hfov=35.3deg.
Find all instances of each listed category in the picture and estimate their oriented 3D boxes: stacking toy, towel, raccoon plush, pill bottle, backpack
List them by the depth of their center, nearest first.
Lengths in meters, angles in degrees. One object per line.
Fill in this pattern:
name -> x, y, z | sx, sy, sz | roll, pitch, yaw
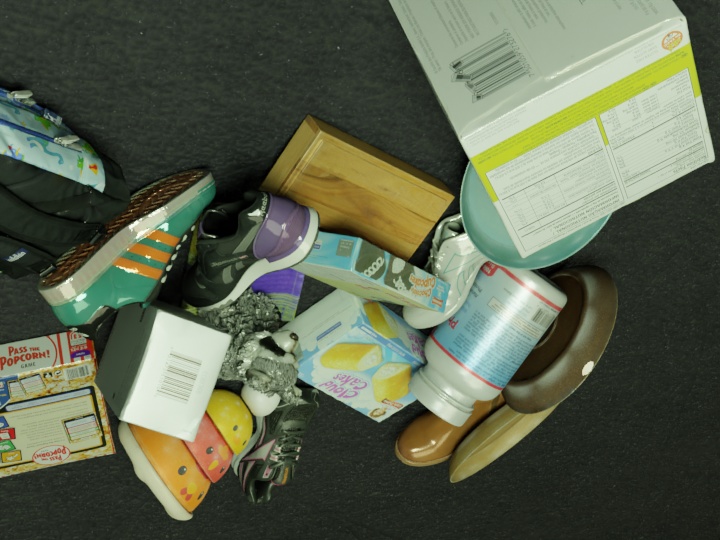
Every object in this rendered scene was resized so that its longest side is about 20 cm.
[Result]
backpack -> -0.323, -0.082, 0.959 | 0.162, 0.155, 0.199 | -29, 167, 23
towel -> -0.120, -0.004, 1.232 | 0.142, 0.023, 0.201 | -3, 139, -23
raccoon plush -> -0.135, 0.119, 1.247 | 0.096, 0.135, 0.201 | 8, 135, -34
pill bottle -> 0.145, 0.079, 1.334 | 0.108, 0.109, 0.201 | 28, 101, -45
stacking toy -> -0.183, 0.193, 1.387 | 0.199, 0.146, 0.147 | -36, 144, -8

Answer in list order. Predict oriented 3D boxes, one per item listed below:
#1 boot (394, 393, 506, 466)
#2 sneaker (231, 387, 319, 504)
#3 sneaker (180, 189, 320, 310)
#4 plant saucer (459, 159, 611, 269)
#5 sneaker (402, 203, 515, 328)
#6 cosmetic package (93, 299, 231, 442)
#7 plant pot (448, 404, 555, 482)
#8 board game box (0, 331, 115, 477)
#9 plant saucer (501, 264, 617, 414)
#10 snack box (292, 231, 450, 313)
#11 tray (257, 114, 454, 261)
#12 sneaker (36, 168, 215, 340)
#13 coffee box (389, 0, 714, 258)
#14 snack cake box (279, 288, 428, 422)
boot -> 0.136, 0.180, 1.519 | 0.198, 0.077, 0.156 | -19, 149, -11
sneaker -> -0.102, 0.232, 1.477 | 0.079, 0.087, 0.201 | 2, 137, -29
sneaker -> -0.132, -0.028, 1.105 | 0.087, 0.077, 0.199 | 26, 141, -33
plant saucer -> 0.192, -0.096, 1.210 | 0.198, 0.027, 0.202 | -10, 119, -18
sneaker -> 0.105, -0.018, 1.288 | 0.080, 0.071, 0.201 | 24, 117, -36
cosmetic package -> -0.204, 0.091, 1.141 | 0.080, 0.200, 0.114 | 21, 85, -22
plant pot -> 0.196, 0.220, 1.560 | 0.199, 0.028, 0.201 | -32, 160, -14
board game box -> -0.368, 0.156, 1.296 | 0.150, 0.047, 0.201 | -10, 142, -13
plant saucer -> 0.225, 0.075, 1.357 | 0.032, 0.201, 0.200 | 32, 121, -22
snack box -> 0.000, 0.000, 1.197 | 0.115, 0.038, 0.199 | 10, 172, 33
tray -> -0.002, -0.077, 1.167 | 0.199, 0.037, 0.099 | 21, 112, -40
sneaker -> -0.210, -0.016, 1.081 | 0.200, 0.071, 0.080 | -41, 123, -19
coffee box -> 0.171, -0.174, 1.008 | 0.198, 0.201, 0.198 | -27, 143, 9
snack cake box -> 0.005, 0.104, 1.384 | 0.114, 0.068, 0.200 | -35, 140, 17
